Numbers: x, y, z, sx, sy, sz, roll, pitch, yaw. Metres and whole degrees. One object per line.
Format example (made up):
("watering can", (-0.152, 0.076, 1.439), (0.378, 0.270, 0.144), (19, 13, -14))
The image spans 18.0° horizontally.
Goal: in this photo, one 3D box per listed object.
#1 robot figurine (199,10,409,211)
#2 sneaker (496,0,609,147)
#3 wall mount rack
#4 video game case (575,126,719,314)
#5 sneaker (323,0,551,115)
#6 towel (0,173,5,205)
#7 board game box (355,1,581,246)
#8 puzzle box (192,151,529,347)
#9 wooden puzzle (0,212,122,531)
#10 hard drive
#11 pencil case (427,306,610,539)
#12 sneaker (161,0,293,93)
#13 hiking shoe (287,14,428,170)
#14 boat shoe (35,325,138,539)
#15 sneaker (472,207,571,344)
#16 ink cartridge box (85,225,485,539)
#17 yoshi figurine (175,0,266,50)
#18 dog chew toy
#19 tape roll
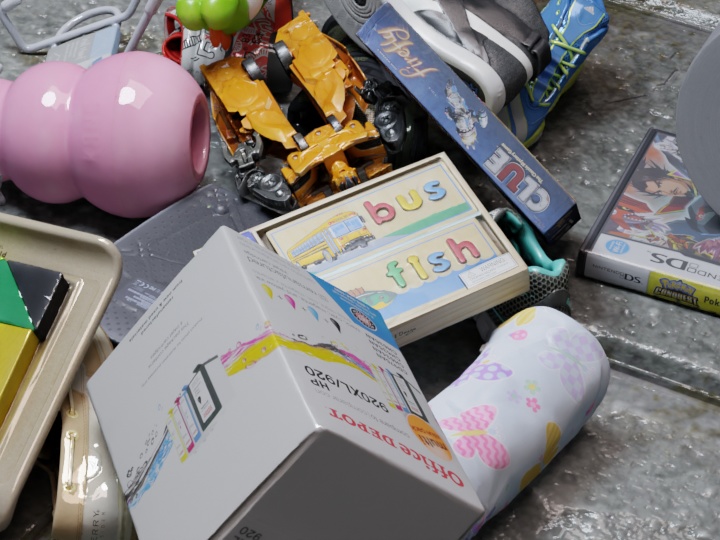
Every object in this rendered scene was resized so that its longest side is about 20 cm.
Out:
("robot figurine", (-0.042, -0.114, 1.728), (0.144, 0.058, 0.200), (-29, 44, -4))
("sneaker", (0.144, -0.173, 1.851), (0.076, 0.105, 0.200), (34, 39, 2))
("wall mount rack", (-0.216, -0.194, 1.834), (0.173, 0.075, 0.200), (-19, 33, 14))
("video game case", (0.280, -0.033, 1.752), (0.180, 0.026, 0.200), (16, 37, 15))
("sneaker", (0.064, -0.207, 1.808), (0.200, 0.073, 0.112), (41, 56, 17))
("towel", (-0.355, -0.023, 1.609), (0.165, 0.086, 0.200), (11, 36, 7))
("board game box", (0.082, -0.105, 1.681), (0.200, 0.035, 0.135), (48, 3, 7))
("puzzle box", (0.000, 0.000, 1.568), (0.199, 0.026, 0.133), (-23, 49, -14))
("wooden puzzle", (-0.267, 0.052, 1.457), (0.184, 0.037, 0.201), (13, 69, 22))
("hard drive", (-0.118, 0.014, 1.622), (0.134, 0.043, 0.200), (24, 39, 24))
("pencil case", (0.083, 0.101, 1.490), (0.091, 0.083, 0.200), (34, 44, 15))
("sneaker", (-0.113, -0.221, 1.929), (0.107, 0.068, 0.202), (3, 38, -7))
("hiking shoe", (-0.013, -0.148, 1.832), (0.100, 0.076, 0.200), (-4, 37, -17))
("boat shoe", (-0.189, 0.099, 1.470), (0.069, 0.074, 0.200), (-2, 37, -20))
("sneaker", (0.092, -0.014, 1.645), (0.077, 0.092, 0.200), (-19, 42, -31))
("ink cartridge box", (-0.049, 0.107, 1.371), (0.147, 0.145, 0.200), (30, 20, -37))
("yoshi figurine", (-0.100, -0.255, 1.798), (0.112, 0.112, 0.200), (47, 25, -11))
("dog chew toy", (-0.216, -0.104, 1.715), (0.199, 0.125, 0.125), (3, 35, 10))
("tape roll", (0.336, -0.112, 1.676), (0.199, 0.201, 0.066), (18, 35, 17))
